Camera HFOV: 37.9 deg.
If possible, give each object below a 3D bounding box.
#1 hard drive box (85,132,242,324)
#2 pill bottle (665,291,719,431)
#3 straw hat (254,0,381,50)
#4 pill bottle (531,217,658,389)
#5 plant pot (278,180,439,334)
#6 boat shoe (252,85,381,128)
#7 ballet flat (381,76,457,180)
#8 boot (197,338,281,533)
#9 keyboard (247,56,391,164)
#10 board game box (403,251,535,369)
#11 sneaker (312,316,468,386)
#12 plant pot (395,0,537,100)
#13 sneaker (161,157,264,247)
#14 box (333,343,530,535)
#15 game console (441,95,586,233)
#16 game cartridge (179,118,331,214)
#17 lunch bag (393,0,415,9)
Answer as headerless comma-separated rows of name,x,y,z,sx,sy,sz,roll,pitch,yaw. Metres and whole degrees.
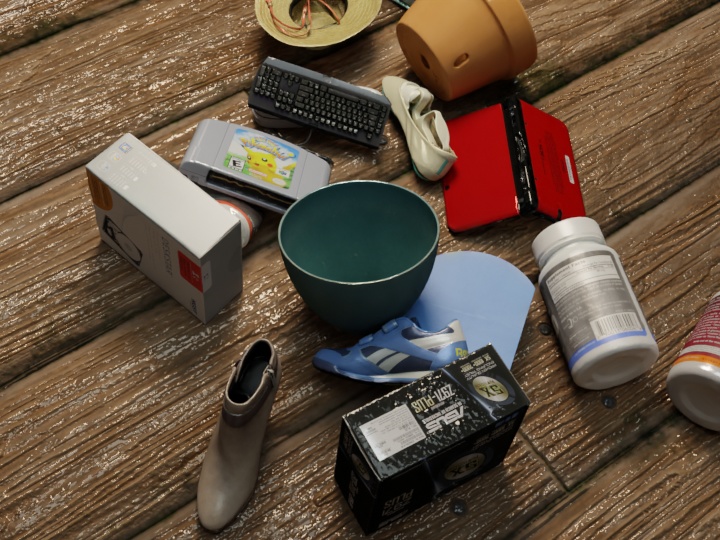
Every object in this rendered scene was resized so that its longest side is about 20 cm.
hard drive box,-0.244,-0.052,1.327,0.199,0.157,0.077,36,60,18
pill bottle,0.477,0.095,1.328,0.112,0.114,0.200,31,60,15
straw hat,-0.064,-0.388,1.606,0.198,0.085,0.203,0,59,1
pill bottle,0.295,0.039,1.347,0.112,0.114,0.202,-8,58,-11
plant pot,0.000,0.000,1.317,0.197,0.136,0.201,-2,41,1
boat shoe,-0.058,-0.246,1.524,0.197,0.067,0.074,-8,58,-11
ballet flat,0.089,-0.222,1.520,0.069,0.070,0.202,-13,61,-14
boot,-0.140,0.179,1.191,0.069,0.147,0.202,14,57,2
keyboard,-0.065,-0.214,1.489,0.197,0.021,0.129,17,97,-6
board game box,0.133,0.066,1.358,0.156,0.039,0.202,14,56,15
sneaker,0.038,0.099,1.280,0.197,0.074,0.084,-1,81,12
plant pot,0.145,-0.348,1.548,0.139,0.201,0.201,-36,66,-8
sneaker,-0.217,-0.098,1.423,0.199,0.078,0.082,34,37,12
box,0.077,0.194,1.194,0.198,0.165,0.087,-23,62,-20
game console,0.217,-0.135,1.510,0.171,0.118,0.202,19,51,-31
game cartridge,-0.138,-0.140,1.428,0.198,0.041,0.134,19,32,-8
lunch bag,0.120,-0.529,1.648,0.121,0.201,0.171,32,60,15
